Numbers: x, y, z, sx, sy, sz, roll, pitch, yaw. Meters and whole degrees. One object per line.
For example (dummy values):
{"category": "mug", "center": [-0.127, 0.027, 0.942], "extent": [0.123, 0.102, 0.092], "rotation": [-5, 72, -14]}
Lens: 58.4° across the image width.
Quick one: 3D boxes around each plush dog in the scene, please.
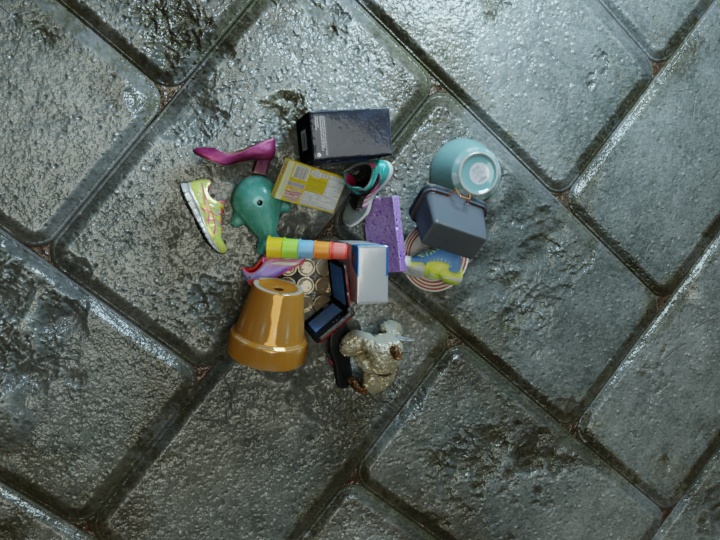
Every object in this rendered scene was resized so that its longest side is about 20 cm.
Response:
{"category": "plush dog", "center": [0.053, 0.249, 1.714], "extent": [0.199, 0.160, 0.172], "rotation": [-13, 124, -34]}

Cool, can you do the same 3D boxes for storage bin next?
{"category": "storage bin", "center": [0.242, -0.125, 1.682], "extent": [0.199, 0.135, 0.146], "rotation": [16, 130, -17]}

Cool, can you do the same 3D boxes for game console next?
{"category": "game console", "center": [-0.093, 0.070, 1.620], "extent": [0.172, 0.200, 0.119], "rotation": [-39, 104, -7]}

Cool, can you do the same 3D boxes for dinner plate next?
{"category": "dinner plate", "center": [0.206, -0.042, 1.793], "extent": [0.199, 0.024, 0.201], "rotation": [-2, 98, -15]}

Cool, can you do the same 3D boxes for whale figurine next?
{"category": "whale figurine", "center": [-0.249, -0.138, 1.620], "extent": [0.159, 0.104, 0.201], "rotation": [-17, 103, -13]}

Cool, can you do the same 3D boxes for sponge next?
{"category": "sponge", "center": [0.062, -0.092, 1.701], "extent": [0.030, 0.111, 0.201], "rotation": [-11, 97, -47]}

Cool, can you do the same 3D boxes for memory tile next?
{"category": "memory tile", "center": [-0.171, 0.040, 1.708], "extent": [0.199, 0.017, 0.154], "rotation": [1, 96, -15]}

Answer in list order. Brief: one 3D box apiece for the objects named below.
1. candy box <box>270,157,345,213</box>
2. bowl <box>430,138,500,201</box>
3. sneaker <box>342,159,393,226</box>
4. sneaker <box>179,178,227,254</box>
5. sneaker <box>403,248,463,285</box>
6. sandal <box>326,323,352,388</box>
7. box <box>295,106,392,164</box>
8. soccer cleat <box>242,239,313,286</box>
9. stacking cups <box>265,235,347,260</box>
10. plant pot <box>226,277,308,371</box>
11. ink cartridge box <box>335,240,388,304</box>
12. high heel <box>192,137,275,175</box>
{"category": "candy box", "center": [-0.126, -0.212, 1.626], "extent": [0.200, 0.026, 0.103], "rotation": [11, 111, -46]}
{"category": "bowl", "center": [0.299, -0.262, 1.750], "extent": [0.200, 0.105, 0.202], "rotation": [-2, 97, -14]}
{"category": "sneaker", "center": [-0.008, -0.200, 1.643], "extent": [0.121, 0.084, 0.200], "rotation": [3, 126, -56]}
{"category": "sneaker", "center": [-0.370, -0.137, 1.604], "extent": [0.090, 0.078, 0.201], "rotation": [-27, 104, -17]}
{"category": "sneaker", "center": [0.188, -0.031, 1.752], "extent": [0.199, 0.076, 0.105], "rotation": [17, 74, -16]}
{"category": "sandal", "center": [-0.062, 0.226, 1.738], "extent": [0.075, 0.045, 0.201], "rotation": [-23, 118, -39]}
{"category": "box", "center": [-0.044, -0.330, 1.601], "extent": [0.198, 0.200, 0.124], "rotation": [-8, 98, -13]}
{"category": "soccer cleat", "center": [-0.207, -0.026, 1.646], "extent": [0.200, 0.067, 0.077], "rotation": [-35, 114, -4]}
{"category": "stacking cups", "center": [-0.132, -0.055, 1.602], "extent": [0.199, 0.061, 0.061], "rotation": [2, 96, 0]}
{"category": "plant pot", "center": [-0.219, 0.123, 1.592], "extent": [0.199, 0.200, 0.184], "rotation": [7, 107, -15]}
{"category": "ink cartridge box", "center": [0.000, 0.000, 1.653], "extent": [0.084, 0.200, 0.147], "rotation": [-2, 97, -17]}
{"category": "high heel", "center": [-0.312, -0.305, 1.602], "extent": [0.199, 0.067, 0.097], "rotation": [8, 105, -30]}
